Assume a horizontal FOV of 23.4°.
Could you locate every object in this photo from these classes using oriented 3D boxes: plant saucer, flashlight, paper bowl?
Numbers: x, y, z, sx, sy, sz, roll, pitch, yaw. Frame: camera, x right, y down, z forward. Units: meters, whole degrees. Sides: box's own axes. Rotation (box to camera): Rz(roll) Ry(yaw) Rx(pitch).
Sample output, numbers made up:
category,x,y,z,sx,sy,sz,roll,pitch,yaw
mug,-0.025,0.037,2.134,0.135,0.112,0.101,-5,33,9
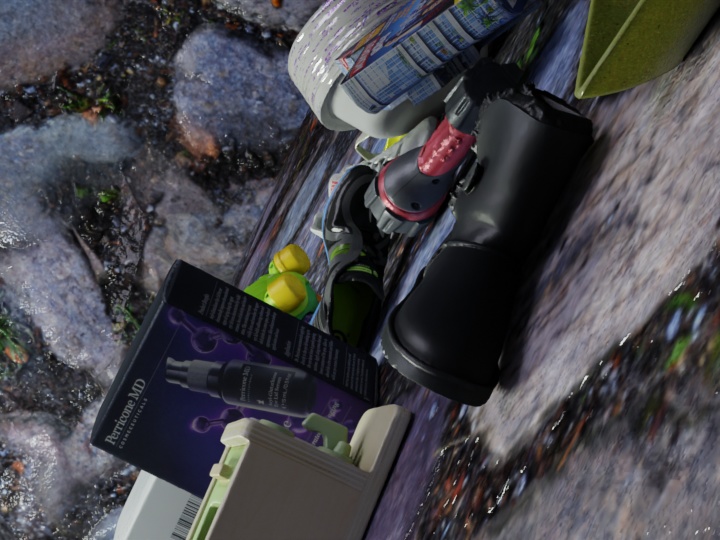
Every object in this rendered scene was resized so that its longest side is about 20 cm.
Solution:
category,x,y,z,sx,sy,sz,roll,pitch,yaw
plant saucer,0.198,-0.212,0.991,0.200,0.048,0.201,-58,10,41
flashlight,0.067,-0.102,1.466,0.200,0.067,0.068,127,149,-56
paper bowl,0.040,-0.203,1.630,0.200,0.105,0.201,-30,-17,-11

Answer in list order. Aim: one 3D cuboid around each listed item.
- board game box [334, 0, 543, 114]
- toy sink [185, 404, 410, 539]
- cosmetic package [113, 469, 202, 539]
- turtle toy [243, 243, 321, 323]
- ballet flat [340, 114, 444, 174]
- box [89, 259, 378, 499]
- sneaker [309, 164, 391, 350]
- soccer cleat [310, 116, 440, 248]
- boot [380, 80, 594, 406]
category,x,y,z,sx,sy,sz,roll,pitch,yaw
board game box,0.058,-0.192,1.460,0.199,0.062,0.200,-34,13,25
toy sink,-0.060,0.174,1.283,0.201,0.111,0.130,-66,8,-11
cosmetic package,-0.168,0.231,1.802,0.200,0.122,0.200,-64,6,8
turtle toy,-0.098,0.071,1.893,0.145,0.101,0.200,-37,19,17
ballet flat,0.017,-0.104,1.800,0.067,0.067,0.201,-76,13,-53
box,-0.103,0.109,1.449,0.149,0.199,0.104,-62,8,18
sneaker,0.000,0.000,1.584,0.083,0.070,0.201,-24,52,62
soccer cleat,0.016,-0.081,1.669,0.200,0.085,0.069,-57,11,48
boot,0.082,-0.025,1.077,0.200,0.076,0.169,-69,2,-71
